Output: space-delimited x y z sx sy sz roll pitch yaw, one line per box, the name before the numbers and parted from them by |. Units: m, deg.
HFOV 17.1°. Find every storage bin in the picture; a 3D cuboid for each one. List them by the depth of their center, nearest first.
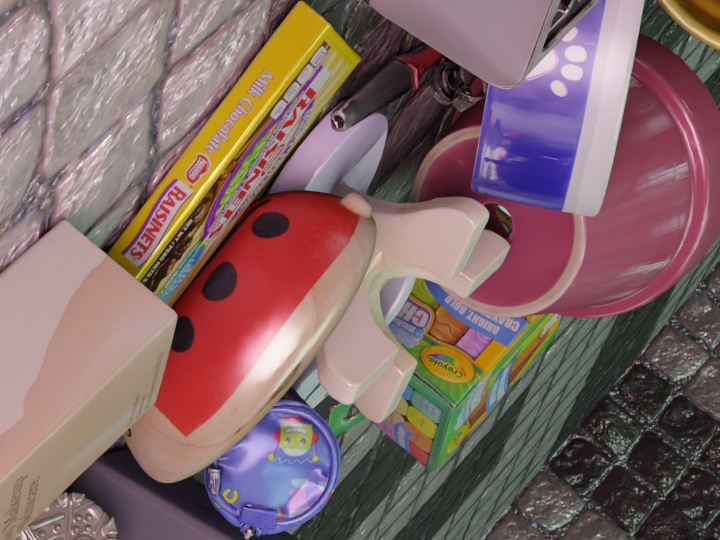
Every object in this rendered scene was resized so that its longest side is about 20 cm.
storage bin | -0.114 0.205 1.493 0.135 0.199 0.145 -63 166 10

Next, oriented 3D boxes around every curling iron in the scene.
curling iron | 0.031 -0.111 1.448 0.025 0.050 0.200 -27 -179 27

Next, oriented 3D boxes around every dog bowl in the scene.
dog bowl | 0.120 -0.137 1.421 0.200 0.078 0.202 10 90 -88

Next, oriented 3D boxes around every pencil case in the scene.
pencil case | -0.065 0.106 1.460 0.200 0.077 0.088 -146 -103 -78

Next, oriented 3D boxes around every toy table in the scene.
toy table | 0.000 0.000 1.480 0.184 0.117 0.201 -44 164 -33

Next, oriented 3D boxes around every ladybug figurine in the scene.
ladybug figurine | -0.070 0.028 1.347 0.200 0.072 0.136 -50 -162 6

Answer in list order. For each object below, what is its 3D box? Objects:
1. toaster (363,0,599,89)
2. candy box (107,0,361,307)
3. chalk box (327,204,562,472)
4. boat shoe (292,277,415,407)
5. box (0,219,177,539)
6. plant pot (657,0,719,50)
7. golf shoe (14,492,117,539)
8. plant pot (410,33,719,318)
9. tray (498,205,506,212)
toaster | 0.103 -0.219 1.231 0.181 0.118 0.200 -46 166 -30
candy box | -0.075 -0.049 1.277 0.201 0.026 0.102 -53 172 2
chalk box | 0.050 0.055 1.795 0.200 0.124 0.125 -47 167 -23
boat shoe | -0.027 0.050 1.619 0.202 0.074 0.086 -52 167 10
box | -0.182 0.079 1.122 0.200 0.078 0.095 -45 167 -31
plant pot | 0.288 -0.258 1.666 0.201 0.200 0.189 -55 -178 16
golf shoe | -0.225 0.205 1.390 0.200 0.078 0.097 -44 -176 -11
plant pot | 0.128 -0.053 1.606 0.179 0.200 0.201 -28 154 -58
tray | 0.129 -0.024 2.106 0.108 0.022 0.200 -51 168 -9
